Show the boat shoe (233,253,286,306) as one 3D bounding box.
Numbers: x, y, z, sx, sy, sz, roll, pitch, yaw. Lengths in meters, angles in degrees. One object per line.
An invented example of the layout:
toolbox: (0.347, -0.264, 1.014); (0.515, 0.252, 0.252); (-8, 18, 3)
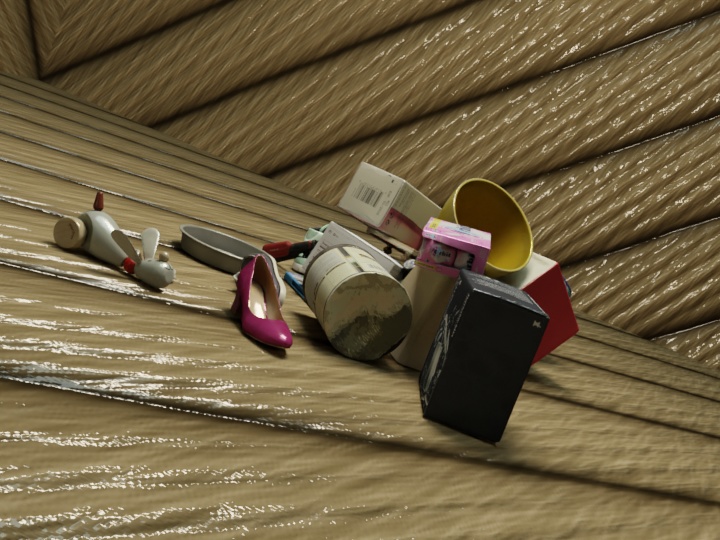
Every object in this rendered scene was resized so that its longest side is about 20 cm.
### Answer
boat shoe: (-0.184, 0.011, 1.503); (0.063, 0.073, 0.200); (21, 13, -27)

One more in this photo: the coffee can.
coffee can: (-0.010, 0.048, 1.460); (0.146, 0.147, 0.200); (20, 9, -17)

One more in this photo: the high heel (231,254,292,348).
high heel: (-0.142, 0.046, 1.309); (0.067, 0.096, 0.200); (16, 10, -36)

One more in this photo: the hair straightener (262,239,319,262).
hair straightener: (-0.118, -0.048, 1.851); (0.200, 0.041, 0.077); (-15, -21, 41)

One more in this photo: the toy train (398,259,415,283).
toy train: (0.149, 0.060, 1.723); (0.114, 0.085, 0.200); (6, -46, 33)

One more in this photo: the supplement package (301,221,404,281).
supplement package: (0.000, 0.000, 1.747); (0.156, 0.111, 0.200); (33, 3, 15)

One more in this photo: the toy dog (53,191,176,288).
toy dog: (-0.367, -0.053, 1.349); (0.200, 0.097, 0.132); (22, 9, -2)

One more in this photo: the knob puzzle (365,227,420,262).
knob puzzle: (0.085, -0.035, 1.818); (0.219, 0.031, 0.220); (29, 0, 0)

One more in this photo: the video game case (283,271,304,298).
video game case: (-0.059, 0.056, 1.721); (0.143, 0.018, 0.200); (18, 10, -26)

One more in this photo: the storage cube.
storage cube: (0.311, 0.071, 1.784); (0.171, 0.200, 0.180); (35, -25, 56)

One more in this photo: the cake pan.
cake pan: (-0.264, -0.036, 1.704); (0.200, 0.037, 0.200); (22, 9, -3)

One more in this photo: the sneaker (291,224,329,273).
sneaker: (-0.057, -0.038, 1.967); (0.074, 0.118, 0.200); (27, 8, 39)

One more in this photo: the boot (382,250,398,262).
boot: (0.041, -0.002, 2.068); (0.073, 0.096, 0.200); (14, 12, -44)

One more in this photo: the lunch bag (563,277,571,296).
lunch bag: (0.392, 0.089, 1.989); (0.082, 0.200, 0.161); (31, -13, 37)

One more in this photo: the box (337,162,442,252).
box: (0.071, -0.123, 1.806); (0.128, 0.109, 0.200); (29, -1, 38)

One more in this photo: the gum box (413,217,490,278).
gum box: (0.160, -0.036, 1.490); (0.113, 0.066, 0.200); (16, 11, 5)

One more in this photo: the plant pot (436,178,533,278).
plant pot: (0.219, -0.059, 1.719); (0.200, 0.200, 0.142); (18, -34, -28)

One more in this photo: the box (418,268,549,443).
box: (0.178, 0.121, 1.308); (0.124, 0.200, 0.197); (20, 8, -3)

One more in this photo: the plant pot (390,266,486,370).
plant pot: (0.162, 0.084, 1.575); (0.199, 0.177, 0.200); (19, 10, -18)
